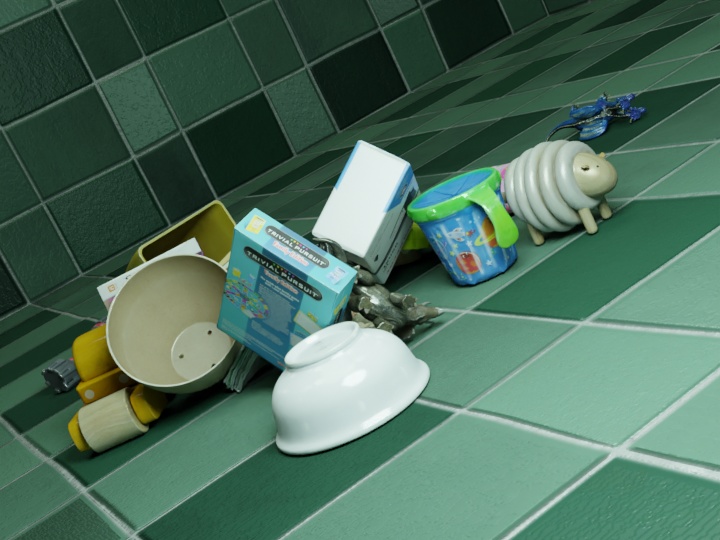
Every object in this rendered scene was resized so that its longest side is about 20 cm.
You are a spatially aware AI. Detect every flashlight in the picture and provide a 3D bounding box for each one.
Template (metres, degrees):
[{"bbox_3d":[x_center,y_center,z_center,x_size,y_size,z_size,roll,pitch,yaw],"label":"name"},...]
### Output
[{"bbox_3d":[-0.531,0.158,2.162,0.068,0.068,0.200,-16,16,34],"label":"flashlight"}]

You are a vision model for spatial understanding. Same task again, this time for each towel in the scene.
[{"bbox_3d":[-0.108,0.080,1.614,0.200,0.031,0.149,-39,-16,-49],"label":"towel"}]

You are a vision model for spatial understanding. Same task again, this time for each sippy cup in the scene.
[{"bbox_3d":[0.150,-0.056,1.558,0.139,0.131,0.178,-21,14,14],"label":"sippy cup"}]

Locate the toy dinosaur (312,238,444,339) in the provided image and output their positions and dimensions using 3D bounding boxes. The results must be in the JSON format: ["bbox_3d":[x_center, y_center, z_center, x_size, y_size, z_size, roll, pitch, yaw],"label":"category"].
[{"bbox_3d":[0.011,0.034,1.411,0.077,0.199,0.102,-62,9,-7],"label":"toy dinosaur"}]

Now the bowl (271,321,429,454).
[{"bbox_3d":[-0.026,0.121,1.308,0.200,0.091,0.201,-24,14,6],"label":"bowl"}]

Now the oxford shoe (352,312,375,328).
[{"bbox_3d":[-0.023,0.075,1.509,0.199,0.074,0.071,-26,13,3],"label":"oxford shoe"}]

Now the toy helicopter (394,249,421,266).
[{"bbox_3d":[0.000,0.000,1.808,0.199,0.079,0.132,-16,4,-5],"label":"toy helicopter"}]

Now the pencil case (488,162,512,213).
[{"bbox_3d":[0.240,-0.130,1.790,0.199,0.088,0.087,-16,16,34],"label":"pencil case"}]

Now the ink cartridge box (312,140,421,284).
[{"bbox_3d":[0.015,-0.076,1.584,0.145,0.084,0.200,-63,-13,-6],"label":"ink cartridge box"}]

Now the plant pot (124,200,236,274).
[{"bbox_3d":[-0.304,0.028,1.998,0.200,0.200,0.176,-37,6,-39],"label":"plant pot"}]

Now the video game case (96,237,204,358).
[{"bbox_3d":[-0.302,0.072,1.813,0.181,0.200,0.036,-27,-20,-6],"label":"video game case"}]

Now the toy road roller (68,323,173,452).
[{"bbox_3d":[-0.368,0.163,1.665,0.123,0.146,0.200,-25,13,7],"label":"toy road roller"}]

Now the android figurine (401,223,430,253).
[{"bbox_3d":[0.068,-0.053,1.771,0.181,0.041,0.200,2,10,25],"label":"android figurine"}]

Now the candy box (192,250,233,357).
[{"bbox_3d":[-0.177,0.033,1.733,0.200,0.115,0.055,-47,-26,3],"label":"candy box"}]

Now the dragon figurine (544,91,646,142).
[{"bbox_3d":[0.417,-0.275,2.049,0.199,0.059,0.099,-21,14,17],"label":"dragon figurine"}]

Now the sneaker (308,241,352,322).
[{"bbox_3d":[-0.067,-0.010,1.497,0.076,0.115,0.200,-18,32,-3],"label":"sneaker"}]

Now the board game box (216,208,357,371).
[{"bbox_3d":[-0.096,0.038,1.402,0.047,0.151,0.200,-48,-15,-39],"label":"board game box"}]

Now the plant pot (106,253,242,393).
[{"bbox_3d":[-0.249,0.094,1.628,0.200,0.201,0.135,-27,-27,-2],"label":"plant pot"}]

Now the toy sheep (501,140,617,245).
[{"bbox_3d":[0.265,-0.112,1.554,0.199,0.138,0.138,-14,18,41],"label":"toy sheep"}]
